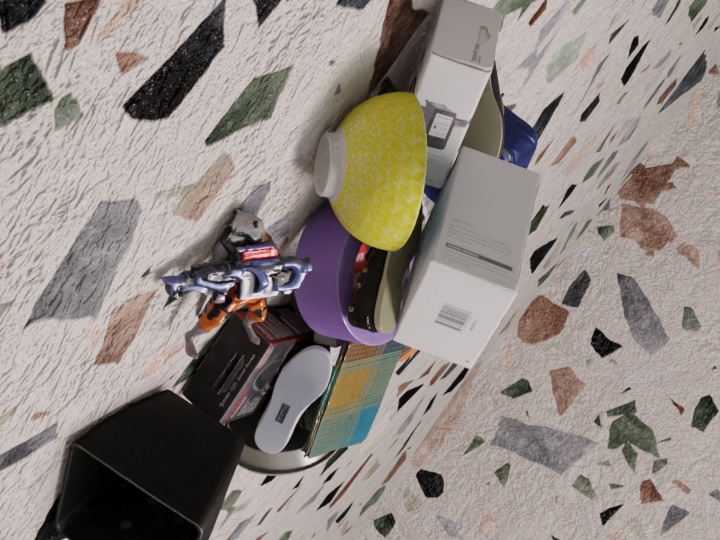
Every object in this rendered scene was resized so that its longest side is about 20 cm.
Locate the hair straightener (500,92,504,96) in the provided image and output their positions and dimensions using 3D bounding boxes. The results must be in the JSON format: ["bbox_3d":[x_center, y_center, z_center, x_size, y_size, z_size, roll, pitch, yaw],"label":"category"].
[{"bbox_3d":[0.131,-0.211,1.734,0.199,0.077,0.041,-37,148,8],"label":"hair straightener"}]

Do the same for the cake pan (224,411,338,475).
[{"bbox_3d":[-0.123,0.243,1.825,0.200,0.198,0.037,-36,135,-41],"label":"cake pan"}]

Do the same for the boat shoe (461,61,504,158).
[{"bbox_3d":[0.171,-0.231,1.646,0.070,0.203,0.062,-9,170,19],"label":"boat shoe"}]

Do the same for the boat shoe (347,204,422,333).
[{"bbox_3d":[0.034,-0.016,1.551,0.074,0.062,0.204,37,66,-55],"label":"boat shoe"}]

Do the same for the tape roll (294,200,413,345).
[{"bbox_3d":[0.000,0.000,1.633,0.199,0.084,0.203,-15,109,-50],"label":"tape roll"}]

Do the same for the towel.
[{"bbox_3d":[-0.009,0.184,1.737,0.146,0.022,0.202,-6,123,-50],"label":"towel"}]

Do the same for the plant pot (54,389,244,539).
[{"bbox_3d":[-0.263,0.283,1.531,0.178,0.199,0.201,-49,167,-46],"label":"plant pot"}]

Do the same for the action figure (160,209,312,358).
[{"bbox_3d":[-0.171,0.012,1.419,0.198,0.105,0.195,0,124,-35],"label":"action figure"}]

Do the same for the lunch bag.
[{"bbox_3d":[0.182,-0.172,1.835,0.132,0.135,0.201,-41,161,-31],"label":"lunch bag"}]

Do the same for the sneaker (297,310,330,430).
[{"bbox_3d":[-0.073,0.155,1.814,0.087,0.073,0.203,116,-21,-66],"label":"sneaker"}]

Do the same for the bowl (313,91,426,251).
[{"bbox_3d":[0.002,-0.130,1.455,0.106,0.202,0.201,5,137,-16],"label":"bowl"}]

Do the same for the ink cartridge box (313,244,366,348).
[{"bbox_3d":[0.000,0.013,1.771,0.199,0.044,0.179,-16,115,-63],"label":"ink cartridge box"}]

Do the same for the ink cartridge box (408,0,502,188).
[{"bbox_3d":[0.109,-0.236,1.511,0.146,0.082,0.201,-76,-175,-46],"label":"ink cartridge box"}]

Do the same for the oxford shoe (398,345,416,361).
[{"bbox_3d":[0.011,0.140,1.804,0.200,0.071,0.073,-45,152,-1],"label":"oxford shoe"}]

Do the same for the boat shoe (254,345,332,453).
[{"bbox_3d":[-0.095,0.183,1.711,0.202,0.069,0.066,-64,179,26],"label":"boat shoe"}]

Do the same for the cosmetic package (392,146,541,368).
[{"bbox_3d":[0.141,-0.017,1.542,0.200,0.121,0.202,112,-3,-54],"label":"cosmetic package"}]

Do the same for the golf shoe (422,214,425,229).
[{"bbox_3d":[0.046,-0.095,1.783,0.200,0.072,0.094,37,51,-63],"label":"golf shoe"}]

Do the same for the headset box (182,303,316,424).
[{"bbox_3d":[-0.159,0.135,1.673,0.150,0.077,0.200,-56,165,14],"label":"headset box"}]
